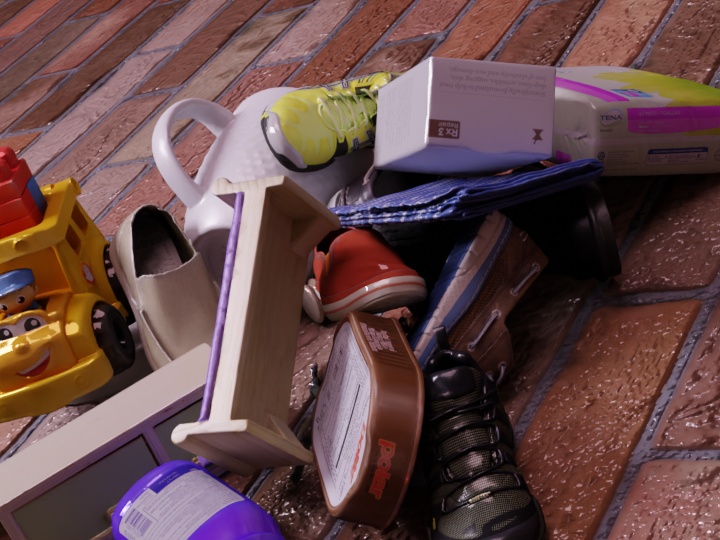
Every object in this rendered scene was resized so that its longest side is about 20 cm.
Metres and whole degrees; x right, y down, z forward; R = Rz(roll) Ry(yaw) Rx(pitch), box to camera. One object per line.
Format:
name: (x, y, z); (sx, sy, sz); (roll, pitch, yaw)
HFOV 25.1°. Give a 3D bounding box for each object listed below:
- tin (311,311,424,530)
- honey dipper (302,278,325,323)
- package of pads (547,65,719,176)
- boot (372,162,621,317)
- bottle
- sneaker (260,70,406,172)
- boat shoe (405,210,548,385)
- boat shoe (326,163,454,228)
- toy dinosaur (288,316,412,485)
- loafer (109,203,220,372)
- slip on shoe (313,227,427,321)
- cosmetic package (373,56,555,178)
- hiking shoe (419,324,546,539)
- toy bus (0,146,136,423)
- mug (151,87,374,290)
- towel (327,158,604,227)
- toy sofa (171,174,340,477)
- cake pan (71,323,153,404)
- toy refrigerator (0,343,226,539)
tin: (0.002, 0.097, 1.086); (0.042, 0.112, 0.200); (9, 14, -11)
honey dipper: (0.038, -0.018, 1.390); (0.200, 0.038, 0.038); (-30, 26, -18)
package of pads: (0.205, -0.129, 1.352); (0.154, 0.068, 0.200); (-4, 17, -25)
boot: (0.103, -0.016, 1.267); (0.157, 0.080, 0.211); (-21, 14, -9)
bottle: (-0.092, 0.188, 1.068); (0.084, 0.065, 0.200); (-42, 30, -18)
sneaker: (-0.008, -0.139, 1.387); (0.076, 0.076, 0.200); (-31, -4, 41)
boat shoe: (0.074, 0.053, 1.156); (0.200, 0.072, 0.072); (-60, 7, -13)
boat shoe: (0.050, -0.084, 1.416); (0.200, 0.074, 0.060); (-29, -3, -46)
toy dinosaur: (0.004, 0.078, 1.224); (0.200, 0.048, 0.088); (-37, 34, -17)
loafer: (-0.152, 0.026, 1.332); (0.076, 0.068, 0.200); (-24, 61, -22)
slip on shoe: (0.000, 0.000, 1.219); (0.074, 0.061, 0.200); (-13, 8, -9)
cosmetic package: (0.077, -0.117, 1.268); (0.101, 0.074, 0.200); (4, -3, -12)
hiking shoe: (0.063, 0.116, 1.027); (0.076, 0.101, 0.200); (-23, 25, 6)
toy bus: (-0.279, 0.002, 1.362); (0.135, 0.192, 0.200); (-18, 27, 9)
mug: (-0.099, -0.071, 1.426); (0.148, 0.200, 0.176); (-38, 17, 39)
towel: (0.069, -0.060, 1.220); (0.145, 0.024, 0.200); (-16, 8, -32)
toy sofa: (-0.084, 0.039, 1.148); (0.097, 0.083, 0.201); (-7, 64, 31)
cake pan: (-0.227, 0.055, 1.477); (0.200, 0.037, 0.200); (-20, 26, 10)
toy refrigerator: (-0.176, 0.144, 1.217); (0.200, 0.076, 0.070); (-30, 26, -13)
